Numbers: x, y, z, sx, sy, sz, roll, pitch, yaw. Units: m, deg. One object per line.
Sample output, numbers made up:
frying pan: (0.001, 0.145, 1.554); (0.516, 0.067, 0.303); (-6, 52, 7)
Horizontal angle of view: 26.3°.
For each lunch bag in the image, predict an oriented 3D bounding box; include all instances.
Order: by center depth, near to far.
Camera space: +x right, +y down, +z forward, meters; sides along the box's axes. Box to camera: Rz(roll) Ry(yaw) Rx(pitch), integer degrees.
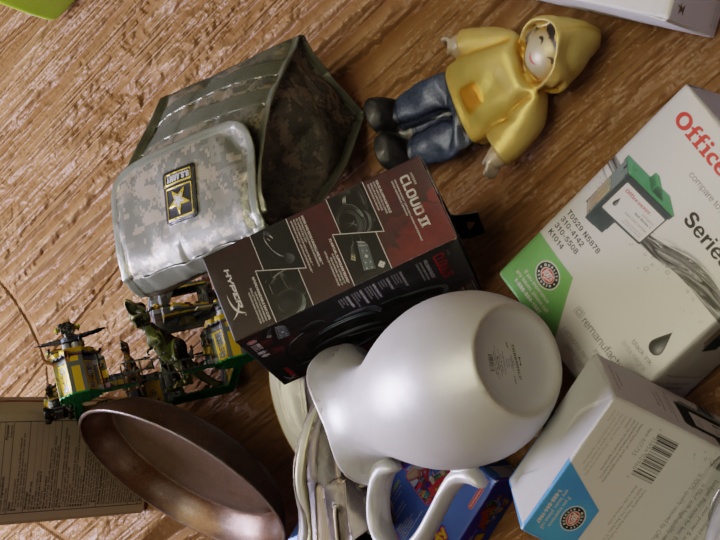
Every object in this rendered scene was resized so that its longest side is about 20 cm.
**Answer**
lunch bag: (-0.110, -0.076, 1.272); (0.164, 0.118, 0.200); (-19, 36, 35)

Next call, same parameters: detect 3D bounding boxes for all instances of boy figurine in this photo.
boy figurine: (0.100, -0.136, 1.206); (0.200, 0.064, 0.125); (-23, 70, 37)

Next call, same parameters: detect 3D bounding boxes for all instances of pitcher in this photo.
pitcher: (0.055, 0.111, 1.099); (0.200, 0.121, 0.172); (-27, 74, 51)

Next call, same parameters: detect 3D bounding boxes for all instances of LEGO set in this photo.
LEGO set: (-0.187, 0.051, 1.328); (0.199, 0.154, 0.116); (-15, 74, -5)

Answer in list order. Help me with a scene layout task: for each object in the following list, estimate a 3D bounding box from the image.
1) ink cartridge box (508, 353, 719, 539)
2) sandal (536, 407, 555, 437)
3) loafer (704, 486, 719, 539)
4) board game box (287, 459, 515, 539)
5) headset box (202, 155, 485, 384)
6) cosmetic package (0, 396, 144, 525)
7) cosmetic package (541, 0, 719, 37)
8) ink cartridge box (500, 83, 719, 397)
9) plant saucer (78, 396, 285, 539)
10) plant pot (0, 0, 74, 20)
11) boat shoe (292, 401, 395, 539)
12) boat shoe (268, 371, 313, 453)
ink cartridge box: (0.217, 0.157, 1.052); (0.116, 0.200, 0.068); (-58, 15, 18)
sandal: (0.114, 0.116, 1.163); (0.070, 0.078, 0.212); (-44, 67, 16)
loafer: (0.277, 0.107, 0.969); (0.070, 0.070, 0.200); (31, 100, -10)
board game box: (0.026, 0.206, 1.243); (0.134, 0.045, 0.200); (41, 110, 32)
headset box: (0.000, 0.000, 1.182); (0.199, 0.149, 0.077); (-24, 70, 3)
cosmetic package: (-0.290, 0.167, 1.385); (0.087, 0.200, 0.104); (8, 90, 38)
cosmetic package: (0.173, -0.247, 1.145); (0.200, 0.085, 0.108); (22, 100, 35)
ink cartridge box: (0.220, -0.011, 1.090); (0.200, 0.084, 0.146); (-48, 61, 24)
plant saucer: (-0.144, 0.166, 1.298); (0.200, 0.200, 0.035); (8, 53, 37)
plant pot: (-0.325, -0.387, 1.467); (0.181, 0.200, 0.199); (-34, 66, 22)
boat shoe: (-0.008, 0.189, 1.206); (0.073, 0.074, 0.201); (5, 95, 25)
boat shoe: (-0.031, 0.060, 1.281); (0.069, 0.071, 0.201); (-14, 77, 37)
